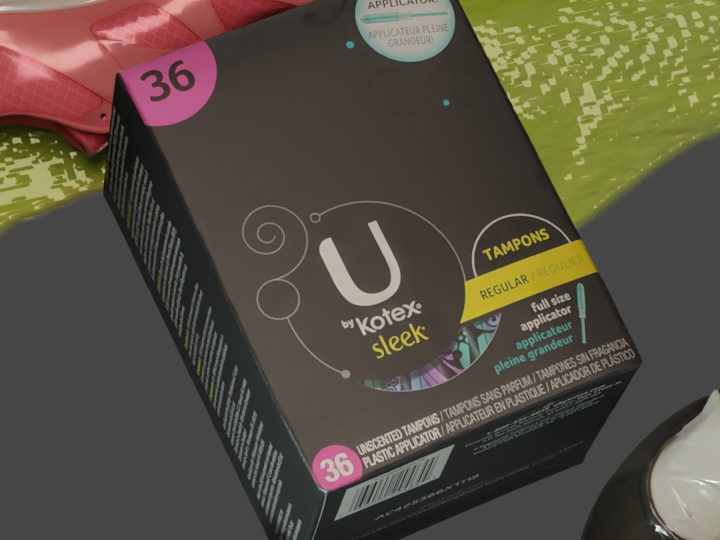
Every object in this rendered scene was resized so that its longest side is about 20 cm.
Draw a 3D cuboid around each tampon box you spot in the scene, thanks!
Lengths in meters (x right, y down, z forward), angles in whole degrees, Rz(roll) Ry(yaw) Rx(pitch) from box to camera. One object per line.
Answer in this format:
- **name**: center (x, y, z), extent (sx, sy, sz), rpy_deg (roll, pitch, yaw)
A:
- **tampon box**: center (0.000, 0.000, 1.213), extent (0.150, 0.126, 0.200), rpy_deg (-22, 72, -16)

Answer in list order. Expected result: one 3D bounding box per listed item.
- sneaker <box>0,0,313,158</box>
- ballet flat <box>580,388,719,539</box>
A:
- **sneaker**: center (-0.105, -0.094, 1.279), extent (0.199, 0.074, 0.087), rpy_deg (-8, 83, -7)
- **ballet flat**: center (0.173, 0.071, 1.241), extent (0.200, 0.068, 0.068), rpy_deg (-38, 78, -20)
